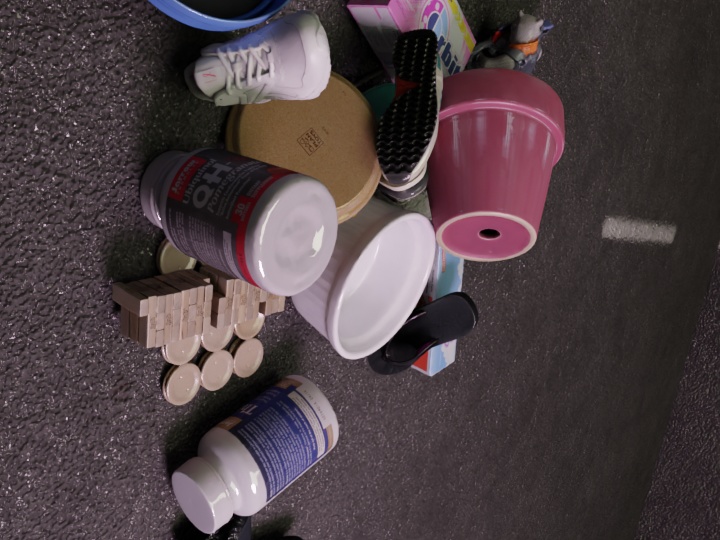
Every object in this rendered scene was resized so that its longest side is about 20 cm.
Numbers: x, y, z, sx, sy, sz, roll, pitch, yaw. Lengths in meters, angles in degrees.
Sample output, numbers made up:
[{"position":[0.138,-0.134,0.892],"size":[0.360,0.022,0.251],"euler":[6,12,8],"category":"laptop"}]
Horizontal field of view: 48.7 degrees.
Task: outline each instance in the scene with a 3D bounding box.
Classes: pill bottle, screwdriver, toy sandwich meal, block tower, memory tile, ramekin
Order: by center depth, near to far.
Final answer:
[{"position":[-0.125,-0.056,0.773],"size":[0.110,0.197,0.114],"euler":[-25,124,-43],"category":"pill bottle"},{"position":[-0.167,0.031,0.853],"size":[0.198,0.053,0.059],"euler":[-12,114,-49],"category":"block tower"},{"position":[-0.064,-0.128,0.897],"size":[0.199,0.070,0.211],"euler":[3,80,-17],"category":"toy sandwich meal"},{"position":[-0.169,0.044,0.916],"size":[0.152,0.017,0.205],"euler":[-20,120,-46],"category":"memory tile"},{"position":[-0.128,0.223,0.969],"size":[0.198,0.109,0.114],"euler":[-32,129,-40],"category":"pill bottle"},{"position":[-0.006,-0.230,1.001],"size":[0.199,0.028,0.029],"euler":[-38,163,-45],"category":"screwdriver"},{"position":[0.000,0.000,1.016],"size":[0.199,0.097,0.204],"euler":[-39,145,-33],"category":"ramekin"}]

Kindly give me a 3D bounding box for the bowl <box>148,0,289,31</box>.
[{"position":[-0.139,-0.313,0.709],"size":[0.197,0.039,0.207],"euler":[8,78,-36],"category":"bowl"}]

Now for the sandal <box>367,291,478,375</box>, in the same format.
[{"position":[0.072,0.089,1.093],"size":[0.076,0.199,0.048],"euler":[56,37,2],"category":"sandal"}]

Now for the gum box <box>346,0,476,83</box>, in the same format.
[{"position":[0.068,-0.314,1.006],"size":[0.200,0.065,0.115],"euler":[48,63,-50],"category":"gum box"}]

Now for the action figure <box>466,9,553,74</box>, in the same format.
[{"position":[0.247,-0.304,1.213],"size":[0.198,0.104,0.196],"euler":[-32,146,-26],"category":"action figure"}]

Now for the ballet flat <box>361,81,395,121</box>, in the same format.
[{"position":[-0.015,-0.157,0.994],"size":[0.200,0.075,0.064],"euler":[-46,169,-22],"category":"ballet flat"}]

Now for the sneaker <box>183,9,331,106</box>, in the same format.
[{"position":[-0.104,-0.189,0.754],"size":[0.098,0.198,0.080],"euler":[-21,100,-34],"category":"sneaker"}]

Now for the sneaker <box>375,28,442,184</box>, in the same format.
[{"position":[0.067,-0.175,0.921],"size":[0.094,0.068,0.205],"euler":[58,35,-58],"category":"sneaker"}]

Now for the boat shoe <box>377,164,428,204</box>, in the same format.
[{"position":[0.052,-0.117,0.980],"size":[0.071,0.200,0.069],"euler":[-29,109,1],"category":"boat shoe"}]

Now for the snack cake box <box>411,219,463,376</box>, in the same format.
[{"position":[0.083,0.032,1.149],"size":[0.066,0.113,0.205],"euler":[-21,122,-45],"category":"snack cake box"}]

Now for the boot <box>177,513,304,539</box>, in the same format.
[{"position":[-0.143,0.364,1.039],"size":[0.197,0.076,0.172],"euler":[-23,127,-37],"category":"boot"}]

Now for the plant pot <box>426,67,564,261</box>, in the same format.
[{"position":[0.160,-0.122,1.009],"size":[0.200,0.195,0.184],"euler":[41,48,-51],"category":"plant pot"}]
